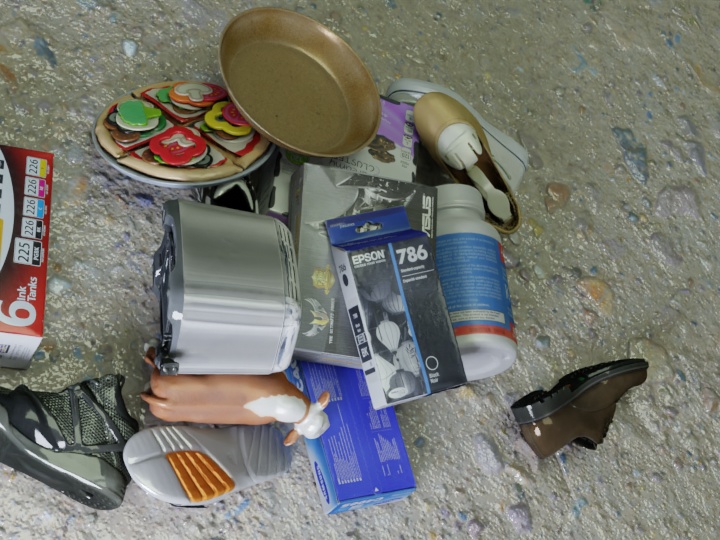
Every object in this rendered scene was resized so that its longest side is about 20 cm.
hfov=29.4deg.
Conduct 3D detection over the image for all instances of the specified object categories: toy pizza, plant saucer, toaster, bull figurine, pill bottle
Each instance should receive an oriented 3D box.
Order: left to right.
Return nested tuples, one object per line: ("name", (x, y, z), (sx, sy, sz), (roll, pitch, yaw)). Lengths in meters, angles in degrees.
("toy pizza", (-0.186, -0.155, 1.460), (0.197, 0.032, 0.201), (4, 38, -3))
("toaster", (-0.130, 0.023, 1.308), (0.127, 0.115, 0.201), (4, 39, -14))
("bull figurine", (-0.124, 0.117, 1.349), (0.198, 0.121, 0.066), (11, 105, -26))
("plant saucer", (-0.070, -0.196, 1.488), (0.198, 0.035, 0.202), (18, 50, -23))
("pill bottle", (0.108, 0.011, 1.519), (0.111, 0.112, 0.203), (5, 63, -23))

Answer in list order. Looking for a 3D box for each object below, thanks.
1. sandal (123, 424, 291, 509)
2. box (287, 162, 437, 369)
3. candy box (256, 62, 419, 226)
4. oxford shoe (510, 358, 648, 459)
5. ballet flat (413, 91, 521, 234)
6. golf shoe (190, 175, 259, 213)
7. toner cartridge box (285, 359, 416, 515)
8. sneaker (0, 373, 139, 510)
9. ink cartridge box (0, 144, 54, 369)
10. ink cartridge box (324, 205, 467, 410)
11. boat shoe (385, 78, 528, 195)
("sandal", (-0.152, 0.196, 1.335), (0.205, 0.059, 0.080), (3, 55, -48))
("box", (0.000, 0.000, 1.436), (0.156, 0.048, 0.203), (10, 72, -21))
("candy box", (-0.025, -0.110, 1.543), (0.166, 0.072, 0.202), (18, 58, -18))
("oxford shoe", (0.256, 0.156, 1.551), (0.198, 0.072, 0.085), (-23, 92, -31))
("ballet flat", (0.131, -0.121, 1.578), (0.068, 0.063, 0.200), (-38, 120, 2))
("golf shoe", (-0.140, -0.089, 1.465), (0.077, 0.095, 0.202), (-2, 64, -25))
("toner cartridge box", (-0.016, 0.146, 1.431), (0.094, 0.043, 0.202), (-5, 67, -27))
("sneaker", (-0.294, 0.132, 1.288), (0.198, 0.076, 0.115), (29, 54, -13))
("ink cartridge box", (-0.391, -0.021, 1.314), (0.173, 0.084, 0.203), (8, 62, -22))
("ink cartridge box", (0.036, 0.032, 1.395), (0.098, 0.039, 0.203), (-13, 81, -24))
("boat shoe", (0.115, -0.156, 1.633), (0.198, 0.074, 0.067), (27, 53, -11))
